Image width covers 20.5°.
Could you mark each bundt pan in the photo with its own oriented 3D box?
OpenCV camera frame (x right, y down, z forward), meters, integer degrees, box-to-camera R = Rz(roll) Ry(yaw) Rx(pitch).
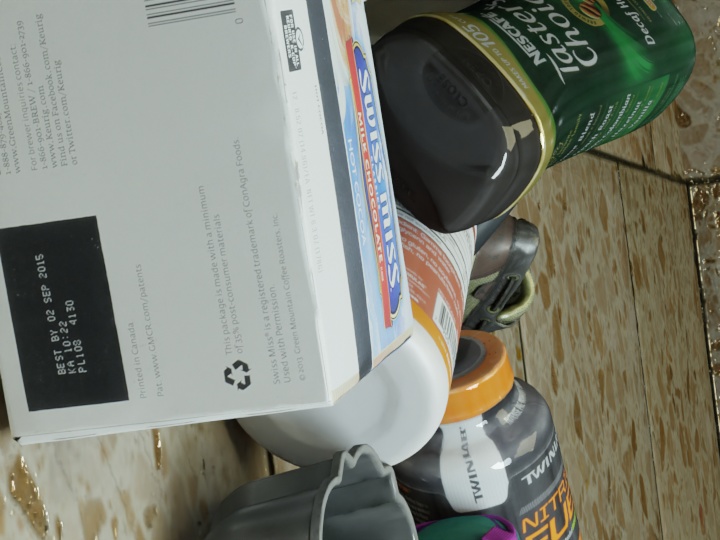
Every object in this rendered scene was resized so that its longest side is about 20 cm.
[{"bbox_3d":[-0.024,0.183,0.913,0.202,0.075,0.203,-7,90,-73],"label":"bundt pan"}]

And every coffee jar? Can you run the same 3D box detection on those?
[{"bbox_3d":[0.080,-0.095,1.004,0.104,0.085,0.200,47,43,10],"label":"coffee jar"}]

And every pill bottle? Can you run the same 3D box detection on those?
[{"bbox_3d":[0.000,0.000,1.016,0.200,0.111,0.113,-76,154,-53],"label":"pill bottle"},{"bbox_3d":[0.076,0.138,1.230,0.106,0.106,0.201,-70,148,-57],"label":"pill bottle"}]

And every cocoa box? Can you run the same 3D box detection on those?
[{"bbox_3d":[-0.068,-0.051,0.761,0.131,0.133,0.201,-32,114,-72],"label":"cocoa box"}]

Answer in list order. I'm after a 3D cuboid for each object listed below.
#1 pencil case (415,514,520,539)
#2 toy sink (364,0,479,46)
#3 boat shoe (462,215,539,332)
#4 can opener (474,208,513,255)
[{"bbox_3d":[0.059,0.246,1.139,0.085,0.092,0.201,-7,92,-51],"label":"pencil case"},{"bbox_3d":[0.031,-0.164,1.164,0.200,0.130,0.113,46,39,-63],"label":"toy sink"},{"bbox_3d":[0.079,0.012,1.279,0.201,0.066,0.072,91,14,-70],"label":"boat shoe"},{"bbox_3d":[0.057,-0.025,1.140,0.200,0.079,0.063,-53,160,6],"label":"can opener"}]
